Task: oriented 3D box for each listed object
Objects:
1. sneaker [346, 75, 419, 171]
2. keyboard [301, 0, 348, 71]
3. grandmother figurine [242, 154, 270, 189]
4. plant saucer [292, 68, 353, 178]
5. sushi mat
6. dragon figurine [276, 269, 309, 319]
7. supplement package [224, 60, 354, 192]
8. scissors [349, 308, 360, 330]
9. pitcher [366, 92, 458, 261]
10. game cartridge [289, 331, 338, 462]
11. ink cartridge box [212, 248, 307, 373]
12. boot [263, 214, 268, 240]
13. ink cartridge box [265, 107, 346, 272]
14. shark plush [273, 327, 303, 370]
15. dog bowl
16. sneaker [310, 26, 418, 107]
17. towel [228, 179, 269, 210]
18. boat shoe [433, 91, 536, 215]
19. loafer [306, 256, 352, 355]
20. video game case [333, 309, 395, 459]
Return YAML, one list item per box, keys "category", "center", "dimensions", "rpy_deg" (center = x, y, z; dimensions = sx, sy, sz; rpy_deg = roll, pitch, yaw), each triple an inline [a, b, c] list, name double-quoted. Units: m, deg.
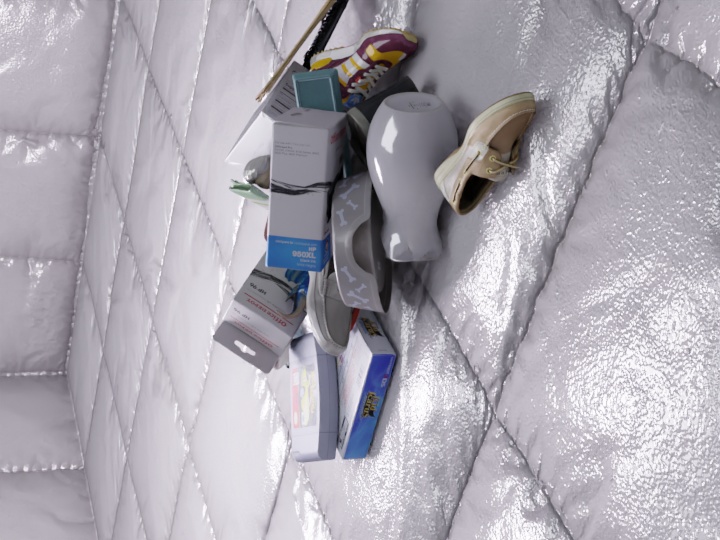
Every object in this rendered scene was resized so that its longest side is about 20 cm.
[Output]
- category: "sneaker"
  center: [0.044, -0.197, 1.637]
  dimensions: [0.075, 0.106, 0.200]
  rpy_deg: [53, 173, 14]
- category: "keyboard"
  center: [-0.052, -0.386, 1.797]
  dimensions: [0.127, 0.020, 0.202]
  rpy_deg: [-42, 21, 58]
- category: "grandmother figurine"
  center: [-0.085, -0.124, 1.747]
  dimensions: [0.122, 0.198, 0.061]
  rpy_deg: [102, -169, -54]
- category: "plant saucer"
  center: [-0.052, -0.188, 1.663]
  dimensions: [0.019, 0.069, 0.203]
  rpy_deg: [-55, -41, -69]
- category: "sushi mat"
  center: [-0.095, -0.343, 1.750]
  dimensions: [0.201, 0.012, 0.096]
  rpy_deg: [-55, 11, -8]
- category: "dragon figurine"
  center: [-0.087, 0.024, 1.817]
  dimensions: [0.099, 0.199, 0.059]
  rpy_deg: [28, 135, 31]
- category: "supplement package"
  center: [-0.099, -0.205, 1.807]
  dimensions: [0.112, 0.155, 0.200]
  rpy_deg: [-61, 12, -26]
- category: "scissors"
  center: [0.000, 0.000, 1.724]
  dimensions: [0.073, 0.014, 0.202]
  rpy_deg: [21, 87, 58]
- category: "pitcher"
  center: [0.061, -0.137, 1.532]
  dimensions: [0.172, 0.120, 0.202]
  rpy_deg: [-118, 25, -59]
- category: "game cartridge"
  center: [-0.074, 0.198, 1.801]
  dimensions: [0.133, 0.040, 0.203]
  rpy_deg: [-22, 68, 61]
- category: "ink cartridge box"
  center: [-0.143, 0.055, 1.862]
  dimensions: [0.201, 0.115, 0.068]
  rpy_deg: [-60, 3, -40]
- category: "boot"
  center: [-0.129, -0.089, 2.007]
  dimensions: [0.167, 0.071, 0.202]
  rpy_deg: [-120, 35, -47]
- category: "ink cartridge box"
  center: [-0.074, -0.116, 1.600]
  dimensions: [0.145, 0.083, 0.203]
  rpy_deg: [-60, -25, -71]
- category: "shark plush"
  center: [-0.155, 0.083, 2.044]
  dimensions: [0.091, 0.082, 0.203]
  rpy_deg: [136, 130, -58]
- category: "dog bowl"
  center: [0.003, -0.040, 1.599]
  dimensions: [0.200, 0.058, 0.203]
  rpy_deg: [-4, -90, -80]
- category: "sneaker"
  center: [0.005, -0.284, 1.660]
  dimensions: [0.199, 0.074, 0.091]
  rpy_deg: [-13, 71, 45]
- category: "towel"
  center: [-0.104, -0.091, 1.797]
  dimensions: [0.024, 0.198, 0.152]
  rpy_deg: [-64, 21, -2]
- category: "boat shoe"
  center: [0.157, -0.136, 1.367]
  dimensions: [0.067, 0.073, 0.200]
  rpy_deg: [67, 151, 19]
- category: "loafer"
  center: [-0.039, 0.026, 1.687]
  dimensions: [0.069, 0.069, 0.202]
  rpy_deg: [-29, 56, 36]
- category: "video game case"
  center: [-0.015, 0.154, 1.765]
  dimensions: [0.182, 0.045, 0.202]
  rpy_deg: [-121, 39, -50]
